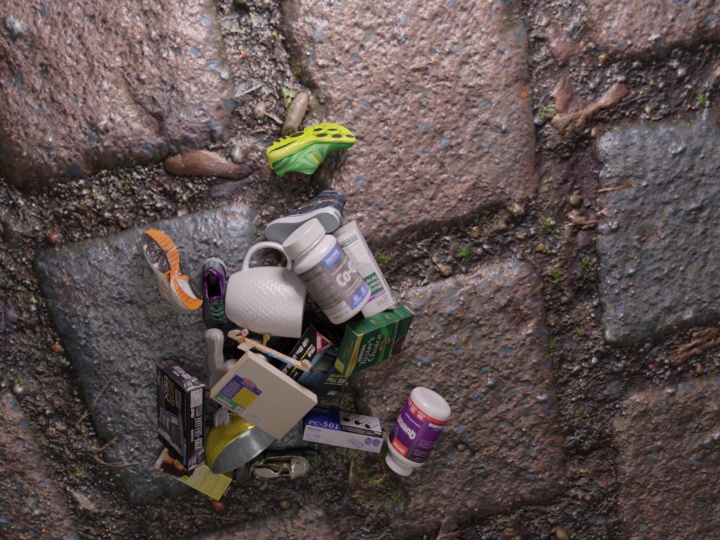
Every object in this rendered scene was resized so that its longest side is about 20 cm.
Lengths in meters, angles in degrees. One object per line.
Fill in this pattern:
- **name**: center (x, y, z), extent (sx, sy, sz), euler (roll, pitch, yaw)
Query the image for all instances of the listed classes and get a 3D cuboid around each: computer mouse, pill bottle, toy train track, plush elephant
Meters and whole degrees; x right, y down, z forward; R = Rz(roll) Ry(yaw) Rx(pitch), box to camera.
- **computer mouse**: center (-0.194, 0.227, 1.508), extent (0.057, 0.034, 0.204), euler (27, 102, -13)
- **pill bottle**: center (0.137, 0.403, 1.561), extent (0.110, 0.113, 0.205), euler (23, 104, -13)
- **pill bottle**: center (-0.073, 0.000, 1.327), extent (0.112, 0.114, 0.202), euler (-34, 107, 6)
- **toy train track**: center (-0.191, 0.163, 1.343), extent (0.195, 0.115, 0.033), euler (23, 97, 10)
- **plush elephant**: center (-0.270, 0.242, 1.433), extent (0.159, 0.154, 0.207), euler (13, 96, 14)

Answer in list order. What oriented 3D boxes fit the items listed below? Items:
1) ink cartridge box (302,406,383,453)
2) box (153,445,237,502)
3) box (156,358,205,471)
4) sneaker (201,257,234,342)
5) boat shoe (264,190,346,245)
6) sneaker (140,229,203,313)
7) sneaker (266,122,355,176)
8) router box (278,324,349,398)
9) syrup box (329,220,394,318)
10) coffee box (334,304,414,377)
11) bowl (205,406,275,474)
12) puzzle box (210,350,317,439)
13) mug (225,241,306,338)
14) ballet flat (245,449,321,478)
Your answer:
- **ink cartridge box**: center (-0.046, 0.390, 1.546), extent (0.193, 0.094, 0.046), euler (12, 107, -11)
- **box**: center (-0.408, 0.494, 1.561), extent (0.197, 0.050, 0.076), euler (32, 102, -16)
- **box**: center (-0.417, 0.331, 1.454), extent (0.049, 0.155, 0.207), euler (-12, 115, -41)
- **sneaker**: center (-0.330, 0.079, 1.416), extent (0.072, 0.088, 0.207), euler (-7, 108, -4)
- **boat shoe**: center (-0.118, -0.115, 1.392), extent (0.195, 0.092, 0.072), euler (-12, 125, 27)
- **sneaker**: center (-0.434, 0.011, 1.392), extent (0.091, 0.075, 0.204), euler (-28, 93, 44)
- **sneaker**: center (-0.105, -0.258, 1.352), extent (0.193, 0.075, 0.085), euler (-16, 134, -4)
- **router box**: center (-0.086, 0.214, 1.443), extent (0.151, 0.062, 0.198), euler (-53, 148, 11)
- **syrup box**: center (0.000, 0.000, 1.432), extent (0.077, 0.082, 0.204), euler (-26, 108, 6)
- **coffee box**: center (0.032, 0.160, 1.435), extent (0.197, 0.044, 0.126), euler (-14, 132, -46)
- **bowl**: center (-0.295, 0.377, 1.494), extent (0.200, 0.199, 0.108), euler (-43, 66, 8)
- **puzzle box**: center (-0.204, 0.268, 1.338), extent (0.133, 0.026, 0.199), euler (-43, 118, 15)
- **mug**: center (-0.206, 0.040, 1.392), extent (0.169, 0.148, 0.208), euler (6, 98, -4)
- **ballet flat**: center (-0.192, 0.495, 1.577), extent (0.192, 0.075, 0.077), euler (-3, 109, -6)
